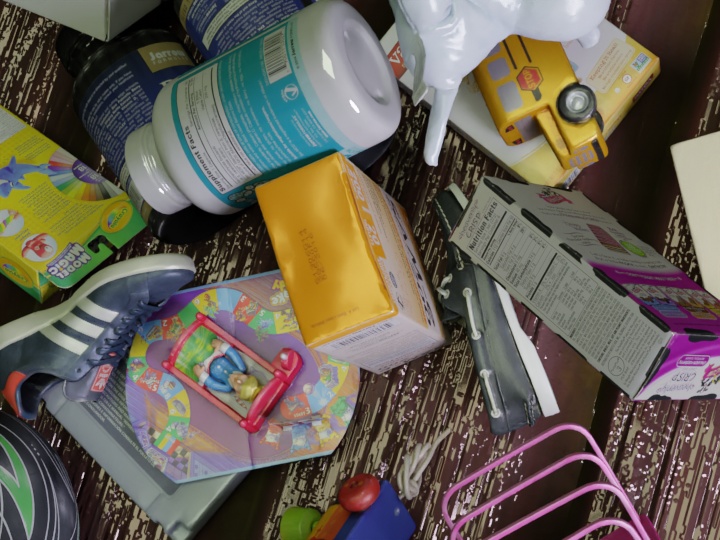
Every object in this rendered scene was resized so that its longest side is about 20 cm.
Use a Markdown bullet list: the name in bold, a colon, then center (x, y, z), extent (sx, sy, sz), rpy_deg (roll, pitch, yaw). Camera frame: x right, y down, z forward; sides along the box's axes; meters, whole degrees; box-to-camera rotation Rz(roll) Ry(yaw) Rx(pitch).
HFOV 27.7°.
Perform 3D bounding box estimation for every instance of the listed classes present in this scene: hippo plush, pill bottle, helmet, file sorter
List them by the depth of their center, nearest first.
- **file sorter**: center (0.144, 0.218, 1.016), extent (0.138, 0.200, 0.126), rpy_deg (-32, 110, 7)
- **hippo plush**: center (0.097, -0.215, 1.040), extent (0.159, 0.160, 0.202), rpy_deg (-12, 57, 3)
- **pill bottle**: center (-0.077, -0.112, 1.081), extent (0.199, 0.110, 0.112), rpy_deg (-23, 74, 24)
- **helmet**: center (-0.318, 0.207, 1.163), extent (0.188, 0.200, 0.202), rpy_deg (10, 81, -6)
- **pill bottle**: center (-0.060, -0.171, 1.200), extent (0.111, 0.112, 0.201), rpy_deg (-35, 73, 6)
- **pill bottle**: center (-0.174, -0.130, 1.230), extent (0.111, 0.112, 0.201), rpy_deg (-36, 73, 5)

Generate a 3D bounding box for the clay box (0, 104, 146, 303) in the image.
- **clay box**: center (-0.285, -0.055, 1.250), extent (0.199, 0.048, 0.115), rpy_deg (35, 54, 19)

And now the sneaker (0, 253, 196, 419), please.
- **sneaker**: center (-0.211, 0.058, 1.191), extent (0.199, 0.075, 0.085), rpy_deg (-28, 71, 18)

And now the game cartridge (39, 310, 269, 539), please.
- **game cartridge**: center (-0.172, 0.114, 1.223), extent (0.200, 0.041, 0.133), rpy_deg (43, 95, 18)

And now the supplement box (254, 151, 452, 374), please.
- **supplement box**: center (0.000, 0.000, 1.113), extent (0.073, 0.200, 0.127), rpy_deg (-22, 76, 11)

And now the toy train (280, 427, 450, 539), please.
- **toy train**: center (-0.013, 0.199, 1.146), extent (0.115, 0.200, 0.085), rpy_deg (-11, 120, 41)

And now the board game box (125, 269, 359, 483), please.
- **board game box**: center (-0.101, 0.079, 1.173), extent (0.198, 0.039, 0.160), rpy_deg (-11, 75, 8)

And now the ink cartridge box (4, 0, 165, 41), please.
- **ink cartridge box**: center (-0.216, -0.287, 1.227), extent (0.144, 0.084, 0.200), rpy_deg (23, 41, 17)

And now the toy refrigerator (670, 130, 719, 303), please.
- **toy refrigerator**: center (0.299, -0.003, 1.106), extent (0.075, 0.070, 0.202), rpy_deg (-16, 75, 19)

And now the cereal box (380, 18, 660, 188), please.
- **cereal box**: center (0.124, -0.170, 1.197), extent (0.200, 0.040, 0.144), rpy_deg (39, 91, 18)

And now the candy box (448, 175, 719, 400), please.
- **candy box**: center (0.177, 0.013, 1.063), extent (0.200, 0.136, 0.061), rpy_deg (44, 115, 35)

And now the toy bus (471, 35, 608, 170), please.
- **toy bus**: center (0.124, -0.171, 1.141), extent (0.078, 0.065, 0.202), rpy_deg (-24, 74, 9)

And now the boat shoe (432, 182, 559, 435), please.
- **boat shoe**: center (0.092, 0.030, 1.149), extent (0.060, 0.076, 0.202), rpy_deg (-23, 74, 3)
